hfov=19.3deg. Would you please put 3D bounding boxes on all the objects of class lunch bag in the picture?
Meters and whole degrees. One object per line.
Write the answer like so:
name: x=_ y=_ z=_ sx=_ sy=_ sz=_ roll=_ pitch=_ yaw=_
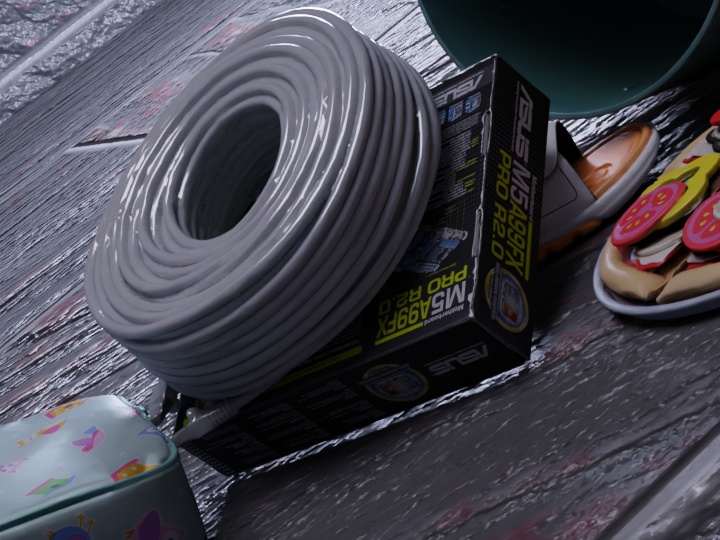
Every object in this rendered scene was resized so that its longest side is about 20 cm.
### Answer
lunch bag: x=-0.164 y=0.126 z=1.012 sx=0.160 sy=0.077 sz=0.200 roll=-22 pitch=11 yaw=-14

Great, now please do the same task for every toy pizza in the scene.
toy pizza: x=0.185 y=-0.049 z=0.942 sx=0.200 sy=0.032 sz=0.200 roll=-33 pitch=15 yaw=10

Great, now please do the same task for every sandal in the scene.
sandal: x=0.059 y=-0.027 z=1.088 sx=0.206 sy=0.059 sz=0.079 roll=-33 pitch=16 yaw=6

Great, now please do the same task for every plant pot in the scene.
plant pot: x=0.151 y=-0.191 z=1.146 sx=0.200 sy=0.201 sz=0.161 roll=-22 pitch=-4 yaw=40

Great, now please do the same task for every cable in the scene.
cable: x=-0.051 y=-0.035 z=1.039 sx=0.200 sy=0.069 sz=0.200 roll=-34 pitch=38 yaw=27

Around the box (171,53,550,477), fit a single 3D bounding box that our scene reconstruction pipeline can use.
box: x=0.000 y=0.000 z=1.050 sx=0.200 sy=0.044 sz=0.161 roll=-25 pitch=44 yaw=36
